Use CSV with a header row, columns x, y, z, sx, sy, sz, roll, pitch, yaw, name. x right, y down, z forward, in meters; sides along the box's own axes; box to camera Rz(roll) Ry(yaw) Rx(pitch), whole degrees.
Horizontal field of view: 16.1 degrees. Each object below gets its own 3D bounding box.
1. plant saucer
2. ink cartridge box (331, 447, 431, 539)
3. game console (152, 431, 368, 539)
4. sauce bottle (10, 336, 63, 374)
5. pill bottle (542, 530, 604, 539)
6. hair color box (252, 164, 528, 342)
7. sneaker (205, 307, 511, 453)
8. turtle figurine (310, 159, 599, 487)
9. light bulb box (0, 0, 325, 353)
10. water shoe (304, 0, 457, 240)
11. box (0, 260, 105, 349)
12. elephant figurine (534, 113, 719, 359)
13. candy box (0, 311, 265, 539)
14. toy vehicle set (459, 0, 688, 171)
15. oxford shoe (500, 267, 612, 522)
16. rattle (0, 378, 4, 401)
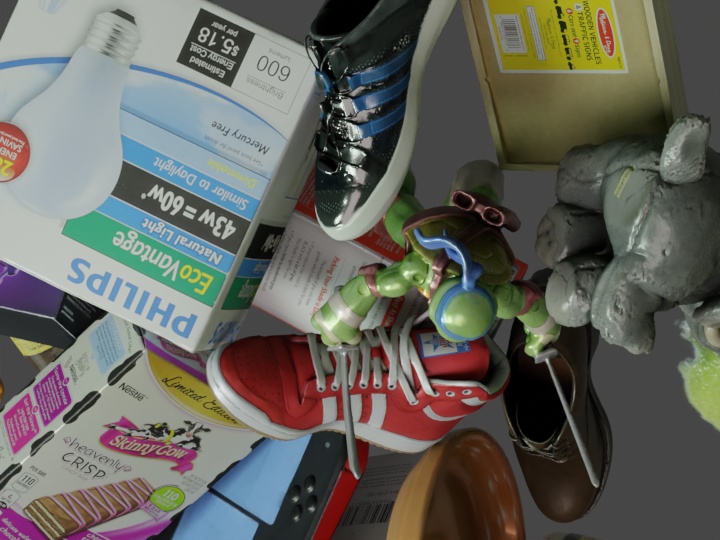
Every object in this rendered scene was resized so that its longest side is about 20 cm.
x,y,z,sx,sy,sz,roll,pitch,yaw,name
0.062,0.207,1.715,0.037,0.201,0.201,-1,126,25,plant saucer
-0.005,0.252,1.794,0.145,0.201,0.145,-10,126,34,ink cartridge box
-0.084,0.158,1.751,0.031,0.178,0.200,29,177,-36,game console
-0.225,0.036,1.836,0.064,0.065,0.201,-16,116,36,sauce bottle
0.212,0.254,1.749,0.199,0.113,0.113,12,131,19,pill bottle
0.000,0.000,1.689,0.199,0.061,0.102,29,135,5,hair color box
0.006,0.060,1.598,0.199,0.072,0.112,11,146,-41,sneaker
0.044,0.021,1.554,0.143,0.194,0.201,-17,124,7,turtle figurine
-0.136,-0.078,1.589,0.197,0.125,0.201,24,93,8,light bulb box
-0.005,-0.119,1.494,0.071,0.079,0.201,27,103,52,water shoe
-0.260,-0.038,1.732,0.199,0.142,0.079,11,161,20,box
0.215,-0.013,1.519,0.199,0.143,0.155,10,-177,-31,elephant figurine
-0.174,0.123,1.717,0.200,0.061,0.136,-43,132,16,candy box
0.124,-0.148,1.524,0.123,0.027,0.201,3,128,26,toy vehicle set
0.122,0.101,1.692,0.072,0.085,0.201,6,130,21,oxford shoe
-0.366,0.089,1.860,0.129,0.200,0.144,9,130,21,rattle
